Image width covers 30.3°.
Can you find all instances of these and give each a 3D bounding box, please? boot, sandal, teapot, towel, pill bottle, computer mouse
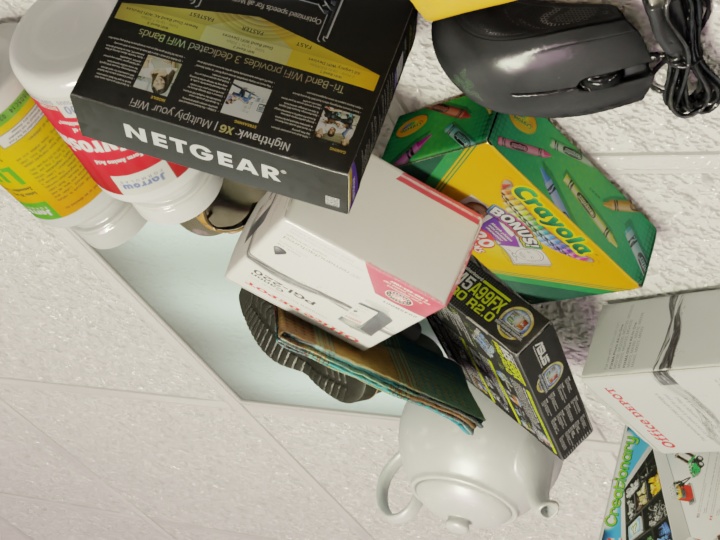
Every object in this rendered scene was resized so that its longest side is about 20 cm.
[{"bbox_3d":[-0.018,0.061,1.337,0.200,0.138,0.078,42,121,33],"label":"boot"},{"bbox_3d":[-0.112,-0.063,1.189,0.082,0.055,0.199,38,148,-29],"label":"sandal"},{"bbox_3d":[0.118,0.213,1.431,0.196,0.147,0.201,17,153,8],"label":"teapot"},{"bbox_3d":[0.012,0.076,1.194,0.199,0.022,0.147,25,-167,-12],"label":"towel"},{"bbox_3d":[-0.185,-0.127,1.061,0.111,0.113,0.200,7,150,25],"label":"pill bottle"},{"bbox_3d":[0.133,-0.140,0.885,0.198,0.053,0.139,5,150,27],"label":"computer mouse"},{"bbox_3d":[-0.267,-0.108,1.152,0.110,0.112,0.200,0,146,35],"label":"pill bottle"}]

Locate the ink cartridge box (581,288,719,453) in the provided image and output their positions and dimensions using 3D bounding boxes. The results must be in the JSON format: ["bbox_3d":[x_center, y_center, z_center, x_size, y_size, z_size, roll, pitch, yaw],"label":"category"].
[{"bbox_3d":[0.313,0.087,1.137,0.199,0.084,0.145,-10,140,45],"label":"ink cartridge box"}]

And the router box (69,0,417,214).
[{"bbox_3d":[-0.076,-0.141,0.912,0.198,0.158,0.052,17,153,8],"label":"router box"}]

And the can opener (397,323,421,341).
[{"bbox_3d":[0.000,0.000,1.228,0.066,0.053,0.200,-4,144,41],"label":"can opener"}]

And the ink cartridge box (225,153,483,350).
[{"bbox_3d":[-0.012,-0.017,1.064,0.145,0.085,0.200,28,162,-10],"label":"ink cartridge box"}]

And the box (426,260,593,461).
[{"bbox_3d":[0.123,0.069,1.200,0.160,0.044,0.200,39,167,38],"label":"box"}]

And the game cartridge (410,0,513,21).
[{"bbox_3d":[0.077,-0.230,0.783,0.199,0.033,0.176,-4,144,41],"label":"game cartridge"}]

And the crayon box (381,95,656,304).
[{"bbox_3d":[0.125,-0.054,1.037,0.200,0.059,0.118,39,149,-31],"label":"crayon box"}]

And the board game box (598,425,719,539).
[{"bbox_3d":[0.299,0.212,1.245,0.125,0.202,0.035,7,152,26],"label":"board game box"}]
